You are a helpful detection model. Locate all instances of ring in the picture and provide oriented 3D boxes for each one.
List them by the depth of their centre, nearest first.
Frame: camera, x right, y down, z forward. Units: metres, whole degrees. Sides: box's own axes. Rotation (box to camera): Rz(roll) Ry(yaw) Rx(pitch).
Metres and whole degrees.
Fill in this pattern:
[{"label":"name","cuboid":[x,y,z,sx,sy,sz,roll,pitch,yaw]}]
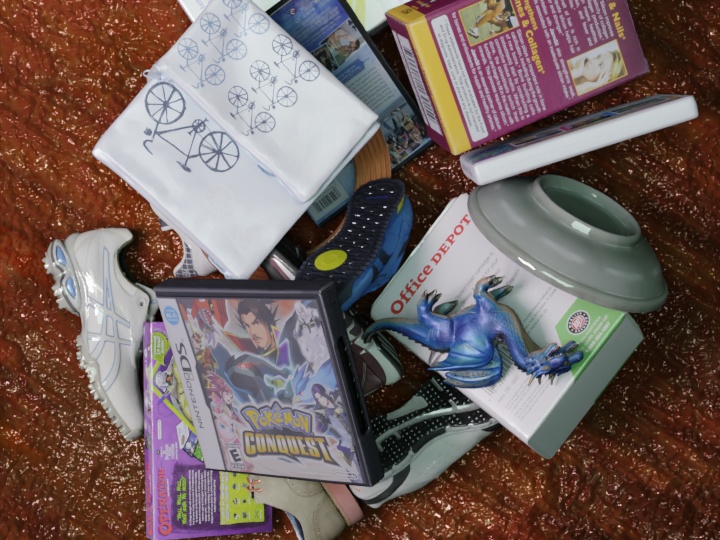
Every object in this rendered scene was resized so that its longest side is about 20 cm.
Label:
[{"label":"ring","cuboid":[-0.065,-0.076,1.697,0.199,0.019,0.202,-10,115,-22]}]

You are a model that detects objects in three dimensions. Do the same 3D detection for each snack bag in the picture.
[{"label":"snack bag","cuboid":[-0.111,-0.119,1.628,0.188,0.021,0.200,42,84,-9]}]

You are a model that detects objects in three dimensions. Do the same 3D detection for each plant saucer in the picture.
[{"label":"plant saucer","cuboid":[0.193,-0.037,1.657,0.199,0.200,0.051,26,113,0]}]

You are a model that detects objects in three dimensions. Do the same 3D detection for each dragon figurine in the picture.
[{"label":"dragon figurine","cuboid":[0.090,0.067,1.611,0.198,0.059,0.100,-13,70,16]}]

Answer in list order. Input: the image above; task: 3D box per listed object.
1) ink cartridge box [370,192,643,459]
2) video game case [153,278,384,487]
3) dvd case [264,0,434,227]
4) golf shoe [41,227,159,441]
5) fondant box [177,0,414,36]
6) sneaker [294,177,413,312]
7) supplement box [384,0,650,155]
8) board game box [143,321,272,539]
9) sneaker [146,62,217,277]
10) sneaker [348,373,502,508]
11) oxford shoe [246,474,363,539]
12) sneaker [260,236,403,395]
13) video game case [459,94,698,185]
[{"label":"ink cartridge box","cuboid":[0.131,0.048,1.681,0.200,0.084,0.146,39,90,27]},{"label":"video game case","cuboid":[-0.082,0.095,1.615,0.199,0.025,0.182,1,113,40]},{"label":"dvd case","cuboid":[-0.036,-0.155,1.706,0.142,0.018,0.200,-36,116,0]},{"label":"golf shoe","cuboid":[-0.221,0.056,1.731,0.096,0.078,0.202,-19,92,-5]},{"label":"fondant box","cuboid":[-0.057,-0.260,1.727,0.199,0.058,0.145,-34,92,2]},{"label":"sneaker","cuboid":[0.000,0.000,1.657,0.065,0.200,0.079,3,125,24]},{"label":"supplement box","cuboid":[0.141,-0.207,1.678,0.198,0.103,0.132,-22,107,-6]},{"label":"board game box","cuboid":[-0.142,0.146,1.732,0.119,0.032,0.202,-1,91,-27]},{"label":"sneaker","cuboid":[-0.167,-0.094,1.727,0.080,0.076,0.202,-19,91,7]},{"label":"sneaker","cuboid":[0.069,0.152,1.739,0.199,0.080,0.074,-26,53,-11]},{"label":"oxford shoe","cuboid":[-0.080,0.175,1.709,0.074,0.071,0.200,-41,103,-10]},{"label":"sneaker","cuboid":[-0.059,0.063,1.707,0.115,0.076,0.200,-39,114,10]},{"label":"video game case","cuboid":[0.190,-0.119,1.665,0.198,0.182,0.024,-17,96,1]}]
